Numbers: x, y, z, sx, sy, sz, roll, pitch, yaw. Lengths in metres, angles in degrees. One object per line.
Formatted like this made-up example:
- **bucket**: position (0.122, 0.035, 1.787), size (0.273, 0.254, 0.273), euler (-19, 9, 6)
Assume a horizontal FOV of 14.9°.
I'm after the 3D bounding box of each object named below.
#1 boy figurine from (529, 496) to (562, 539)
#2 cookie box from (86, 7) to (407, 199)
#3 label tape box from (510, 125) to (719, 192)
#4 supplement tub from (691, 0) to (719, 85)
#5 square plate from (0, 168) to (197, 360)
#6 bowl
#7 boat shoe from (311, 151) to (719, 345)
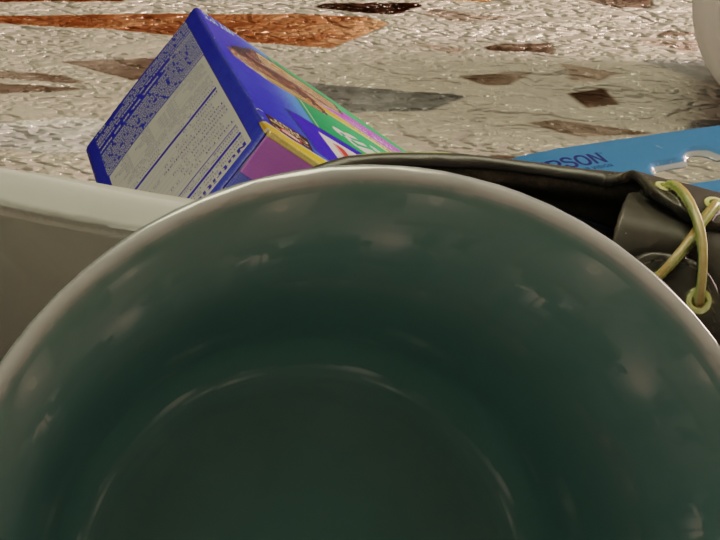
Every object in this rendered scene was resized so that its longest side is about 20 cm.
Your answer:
- **boy figurine**: position (0.144, 0.095, 0.719), size (0.200, 0.124, 0.064), euler (33, 33, 8)
- **cookie box**: position (0.000, 0.000, 0.956), size (0.171, 0.075, 0.200), euler (34, 8, -18)
- **label tape box**: position (0.146, 0.036, 0.863), size (0.143, 0.066, 0.200), euler (-9, 42, -35)
- **supplement tub**: position (0.261, -0.168, 1.590), size (0.140, 0.140, 0.200), euler (3, 16, 5)
- **square plate**: position (-0.029, 0.032, 0.810), size (0.198, 0.200, 0.028), euler (10, 61, 34)
- **bowl**: position (-0.006, 0.079, 0.655), size (0.201, 0.201, 0.105), euler (-2, -3, -13)
- **boat shoe**: position (0.074, 0.005, 0.784), size (0.201, 0.061, 0.072), euler (5, 55, 17)
